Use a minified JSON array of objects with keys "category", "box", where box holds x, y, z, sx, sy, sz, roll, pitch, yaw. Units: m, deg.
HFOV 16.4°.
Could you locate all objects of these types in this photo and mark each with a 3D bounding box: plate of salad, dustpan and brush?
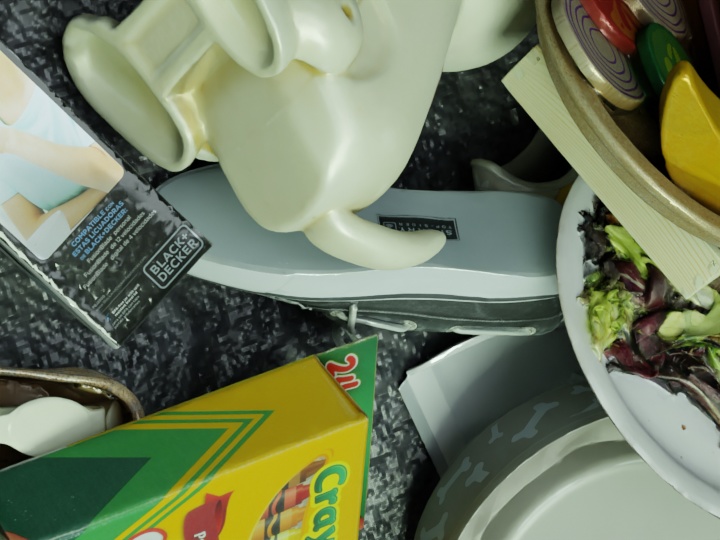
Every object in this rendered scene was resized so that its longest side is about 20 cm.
[{"category":"plate of salad","box":[0.174,0.023,1.121,0.200,0.048,0.201,17,56,-27]},{"category":"dustpan and brush","box":[0.133,0.061,1.210,0.200,0.057,0.140,-33,107,-22]}]

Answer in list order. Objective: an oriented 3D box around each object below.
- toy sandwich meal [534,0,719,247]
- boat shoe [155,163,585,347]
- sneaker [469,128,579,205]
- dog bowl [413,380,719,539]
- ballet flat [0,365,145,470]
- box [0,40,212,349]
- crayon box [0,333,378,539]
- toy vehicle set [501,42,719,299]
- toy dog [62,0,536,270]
[{"category":"toy sandwich meal","box":[0.165,-0.089,1.068,0.205,0.070,0.206,25,42,-26]},{"category":"boat shoe","box":[0.000,-0.002,1.132,0.199,0.068,0.074,1,47,-11]},{"category":"sneaker","box":[0.143,-0.063,1.203,0.200,0.075,0.090,-34,112,-23]},{"category":"dog bowl","box":[0.113,0.141,1.170,0.199,0.059,0.201,-9,117,-17]},{"category":"ballet flat","box":[-0.181,0.062,1.042,0.199,0.067,0.068,-3,93,-27]},{"category":"box","box":[-0.162,-0.064,1.018,0.060,0.117,0.200,-47,113,-6]},{"category":"crayon box","box":[-0.068,0.115,1.080,0.200,0.051,0.127,-21,136,-25]},{"category":"toy vehicle set","box":[0.159,-0.073,1.132,0.124,0.027,0.200,51,39,7]},{"category":"toy dog","box":[0.007,-0.116,1.087,0.194,0.140,0.200,45,51,7]}]
